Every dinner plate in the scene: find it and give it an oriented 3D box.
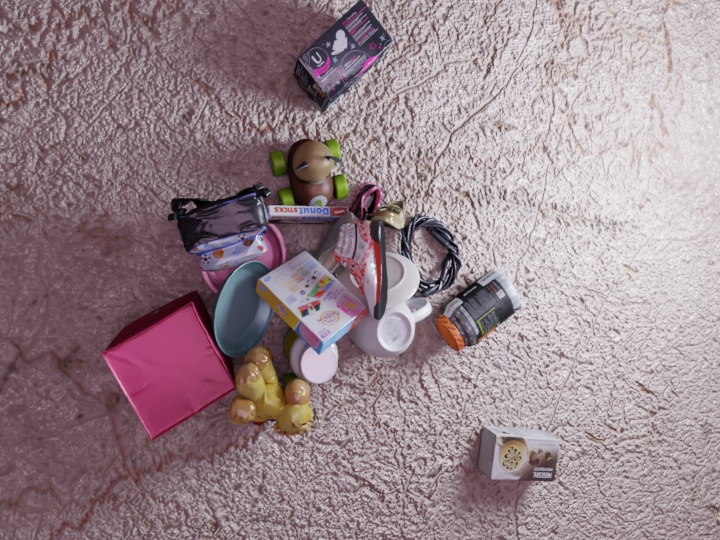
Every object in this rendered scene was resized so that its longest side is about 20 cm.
[{"bbox_3d":[0.039,0.013,1.262,0.194,0.202,0.025,-20,131,-13],"label":"dinner plate"}]

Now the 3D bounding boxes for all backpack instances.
[{"bbox_3d":[-0.267,-0.085,1.112,0.193,0.190,0.160,-12,101,-9],"label":"backpack"}]

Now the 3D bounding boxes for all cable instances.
[{"bbox_3d":[0.173,-0.043,1.365,0.158,0.051,0.208,-15,97,-14],"label":"cable"}]

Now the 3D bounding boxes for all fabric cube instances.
[{"bbox_3d":[-0.385,0.184,1.144,0.192,0.199,0.205,-28,101,-11],"label":"fabric cube"}]

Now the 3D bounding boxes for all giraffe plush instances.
[{"bbox_3d":[-0.169,0.269,1.123,0.156,0.174,0.206,14,117,4],"label":"giraffe plush"}]

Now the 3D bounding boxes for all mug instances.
[{"bbox_3d":[0.074,0.115,1.282,0.195,0.175,0.152,-23,100,-13],"label":"mug"}]

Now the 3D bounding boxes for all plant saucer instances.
[{"bbox_3d":[-0.264,-0.031,1.240,0.193,0.051,0.209,-1,94,-15],"label":"plant saucer"},{"bbox_3d":[-0.250,0.077,1.159,0.035,0.199,0.207,14,89,25],"label":"plant saucer"}]

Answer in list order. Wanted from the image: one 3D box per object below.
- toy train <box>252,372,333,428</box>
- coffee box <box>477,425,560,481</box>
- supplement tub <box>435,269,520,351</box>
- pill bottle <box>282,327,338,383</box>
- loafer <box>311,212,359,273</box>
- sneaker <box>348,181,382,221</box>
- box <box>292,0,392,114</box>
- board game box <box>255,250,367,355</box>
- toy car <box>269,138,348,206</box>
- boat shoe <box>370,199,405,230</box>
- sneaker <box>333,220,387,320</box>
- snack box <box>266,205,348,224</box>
[{"bbox_3d":[-0.151,0.285,1.239,0.192,0.085,0.121,3,99,12],"label":"toy train"},{"bbox_3d":[0.418,0.484,1.457,0.193,0.080,0.118,9,91,-16],"label":"coffee box"},{"bbox_3d":[0.289,0.102,1.371,0.197,0.122,0.125,-35,102,-11],"label":"supplement tub"},{"bbox_3d":[-0.109,0.182,1.222,0.107,0.199,0.116,-1,94,-15],"label":"pill bottle"},{"bbox_3d":[-0.059,-0.045,1.265,0.062,0.073,0.201,27,119,-29],"label":"loafer"},{"bbox_3d":[-0.003,-0.114,1.287,0.077,0.095,0.206,23,89,-17],"label":"sneaker"},{"bbox_3d":[-0.045,-0.472,1.230,0.200,0.132,0.115,-44,100,-9],"label":"box"},{"bbox_3d":[-0.103,0.062,1.168,0.199,0.041,0.152,41,46,18],"label":"board game box"},{"bbox_3d":[-0.100,-0.213,1.196,0.159,0.199,0.164,-15,98,-14],"label":"toy car"},{"bbox_3d":[0.069,-0.131,1.256,0.071,0.200,0.066,14,98,14],"label":"boat shoe"},{"bbox_3d":[0.000,-0.001,1.174,0.104,0.067,0.210,0,95,18],"label":"sneaker"},{"bbox_3d":[-0.126,-0.124,1.234,0.194,0.071,0.025,-3,81,-32],"label":"snack box"}]
